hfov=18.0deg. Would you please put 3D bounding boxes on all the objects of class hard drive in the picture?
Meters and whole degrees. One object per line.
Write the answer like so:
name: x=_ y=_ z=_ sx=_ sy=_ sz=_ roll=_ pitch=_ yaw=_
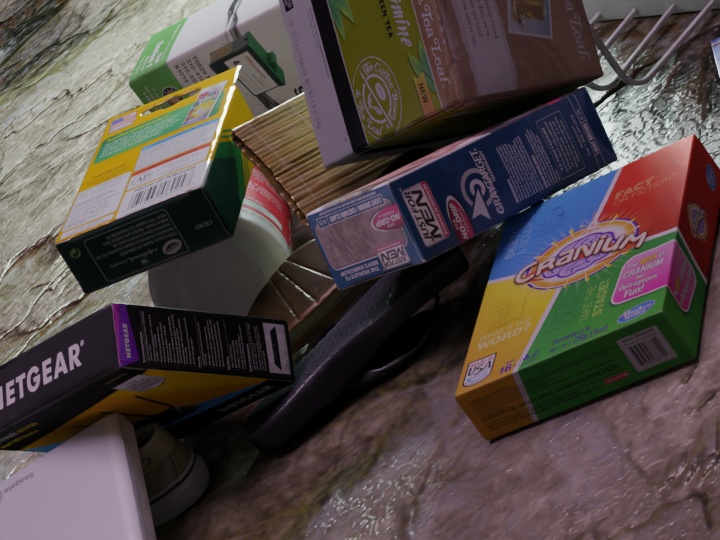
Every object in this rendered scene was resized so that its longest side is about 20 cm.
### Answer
hard drive: x=-0.195 y=0.202 z=1.512 sx=0.132 sy=0.027 sz=0.200 roll=-32 pitch=42 yaw=13

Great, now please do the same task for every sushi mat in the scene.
sushi mat: x=0.004 y=-0.110 z=1.733 sx=0.200 sy=0.096 sz=0.012 roll=-30 pitch=-16 yaw=-32

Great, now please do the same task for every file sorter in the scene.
file sorter: x=0.153 y=-0.216 z=1.744 sx=0.125 sy=0.139 sz=0.200 roll=-50 pitch=25 yaw=-22

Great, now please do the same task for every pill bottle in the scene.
pill bottle: x=-0.110 y=-0.032 z=1.807 sx=0.112 sy=0.112 sz=0.200 roll=-32 pitch=23 yaw=13

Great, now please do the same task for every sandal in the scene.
sandal: x=0.002 y=0.056 z=1.579 sx=0.200 sy=0.043 sz=0.076 roll=-43 pitch=14 yaw=10

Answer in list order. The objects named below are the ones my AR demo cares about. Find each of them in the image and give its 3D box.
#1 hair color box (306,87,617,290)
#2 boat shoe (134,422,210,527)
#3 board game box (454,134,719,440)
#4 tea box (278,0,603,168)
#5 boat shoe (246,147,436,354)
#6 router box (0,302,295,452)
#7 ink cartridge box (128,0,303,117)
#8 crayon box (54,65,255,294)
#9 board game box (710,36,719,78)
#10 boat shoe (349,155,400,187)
hair color box: x=0.071 y=-0.058 z=1.560 sx=0.200 sy=0.061 sz=0.100 roll=-28 pitch=5 yaw=-37
boat shoe: x=-0.202 y=0.172 z=1.614 sx=0.200 sy=0.062 sz=0.072 roll=-32 pitch=23 yaw=12
board game box: x=0.148 y=0.009 z=1.444 sx=0.153 sy=0.040 sz=0.200 roll=-25 pitch=26 yaw=28
tea box: x=0.047 y=-0.199 z=1.643 sx=0.133 sy=0.200 sz=0.197 roll=-13 pitch=-6 yaw=-33
boat shoe: x=-0.001 y=-0.002 z=1.677 sx=0.201 sy=0.063 sz=0.073 roll=-47 pitch=36 yaw=-6
router box: x=-0.165 y=0.081 z=1.596 sx=0.200 sy=0.149 sz=0.051 roll=-28 pitch=63 yaw=45
ink cartridge box: x=-0.076 y=-0.169 z=1.974 sx=0.200 sy=0.146 sz=0.084 roll=-24 pitch=27 yaw=31
crayon box: x=-0.147 y=-0.071 z=1.722 sx=0.126 sy=0.052 sz=0.200 roll=-21 pitch=27 yaw=18
board game box: x=0.306 y=-0.131 z=1.488 sx=0.135 sy=0.034 sz=0.200 roll=-29 pitch=24 yaw=17
boat shoe: x=0.035 y=-0.102 z=1.785 sx=0.072 sy=0.068 sz=0.200 roll=-17 pitch=30 yaw=40
